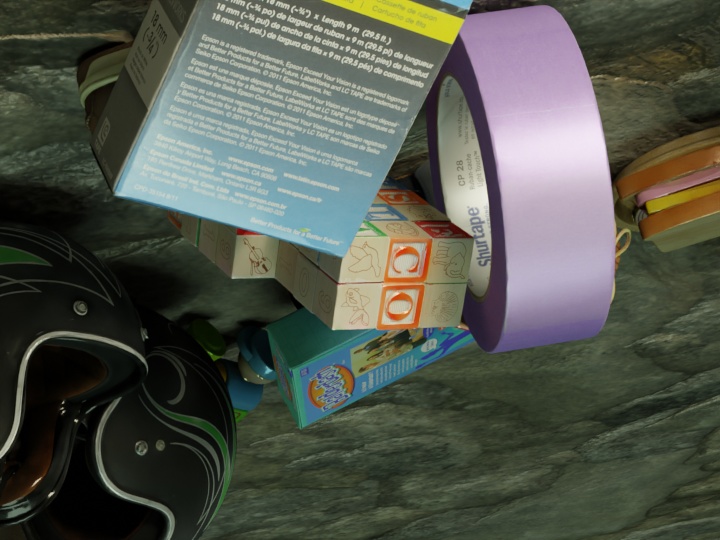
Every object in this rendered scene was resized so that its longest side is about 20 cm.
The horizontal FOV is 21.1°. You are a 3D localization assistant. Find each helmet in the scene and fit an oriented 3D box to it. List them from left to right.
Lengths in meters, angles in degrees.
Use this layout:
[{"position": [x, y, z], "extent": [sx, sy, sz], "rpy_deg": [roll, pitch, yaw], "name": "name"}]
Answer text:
[{"position": [-0.250, 0.058, 1.298], "extent": [0.200, 0.191, 0.200], "rpy_deg": [25, 163, 8], "name": "helmet"}, {"position": [-0.188, 0.132, 1.480], "extent": [0.200, 0.200, 0.191], "rpy_deg": [-17, 135, 16], "name": "helmet"}]

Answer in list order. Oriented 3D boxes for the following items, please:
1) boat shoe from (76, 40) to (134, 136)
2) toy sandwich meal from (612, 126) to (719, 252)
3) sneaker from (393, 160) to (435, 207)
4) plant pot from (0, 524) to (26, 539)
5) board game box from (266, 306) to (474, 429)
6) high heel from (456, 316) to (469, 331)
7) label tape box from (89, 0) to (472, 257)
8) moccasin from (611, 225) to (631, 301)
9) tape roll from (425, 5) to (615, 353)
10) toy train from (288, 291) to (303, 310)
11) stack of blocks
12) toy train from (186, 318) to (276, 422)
[{"position": [-0.062, -0.105, 1.108], "extent": [0.202, 0.075, 0.075], "rpy_deg": [-17, 160, 17], "name": "boat shoe"}, {"position": [0.275, -0.051, 1.461], "extent": [0.205, 0.070, 0.205], "rpy_deg": [-10, 161, -3], "name": "toy sandwich meal"}, {"position": [0.039, -0.036, 1.364], "extent": [0.200, 0.079, 0.079], "rpy_deg": [-12, 170, -34], "name": "sneaker"}, {"position": [-0.263, 0.228, 1.759], "extent": [0.187, 0.200, 0.187], "rpy_deg": [-10, 162, -3], "name": "plant pot"}, {"position": [0.027, 0.043, 1.539], "extent": [0.200, 0.045, 0.152], "rpy_deg": [-26, 160, -10], "name": "board game box"}, {"position": [0.000, 0.000, 1.412], "extent": [0.200, 0.096, 0.067], "rpy_deg": [-3, 160, -22], "name": "high heel"}, {"position": [-0.036, -0.119, 1.024], "extent": [0.144, 0.063, 0.200], "rpy_deg": [16, 114, -29], "name": "label tape box"}, {"position": [0.163, -0.014, 1.433], "extent": [0.078, 0.074, 0.201], "rpy_deg": [32, 171, 7], "name": "moccasin"}, {"position": [0.091, -0.054, 1.148], "extent": [0.066, 0.200, 0.200], "rpy_deg": [-8, 161, -8], "name": "tape roll"}, {"position": [-0.032, 0.030, 1.559], "extent": [0.034, 0.046, 0.200], "rpy_deg": [-13, 161, 5], "name": "toy train"}, {"position": [-0.030, -0.027, 1.191], "extent": [0.115, 0.059, 0.200], "rpy_deg": [-2, -158, -27], "name": "stack of blocks"}, {"position": [-0.161, 0.082, 1.607], "extent": [0.116, 0.085, 0.200], "rpy_deg": [-40, 142, 27], "name": "toy train"}]
